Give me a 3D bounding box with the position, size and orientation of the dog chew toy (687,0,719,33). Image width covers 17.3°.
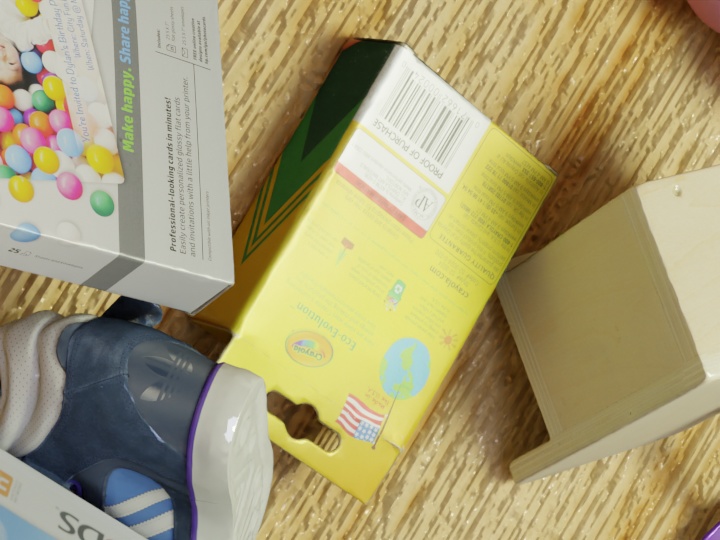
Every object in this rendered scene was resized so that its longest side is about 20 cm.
[{"bbox_3d":[0.230,-0.167,1.278,0.200,0.124,0.125,37,79,-24],"label":"dog chew toy"}]

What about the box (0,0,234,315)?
[{"bbox_3d":[-0.151,-0.076,1.044,0.199,0.041,0.157,15,57,-33],"label":"box"}]

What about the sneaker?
[{"bbox_3d":[-0.122,0.090,1.126,0.201,0.145,0.081,95,13,-55],"label":"sneaker"}]

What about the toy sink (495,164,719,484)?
[{"bbox_3d":[0.158,0.022,1.252,0.130,0.200,0.113,-14,77,-30],"label":"toy sink"}]

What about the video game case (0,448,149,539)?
[{"bbox_3d":[-0.122,0.195,1.024,0.182,0.022,0.201,34,43,-22],"label":"video game case"}]

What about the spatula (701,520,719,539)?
[{"bbox_3d":[0.221,0.123,1.328,0.056,0.021,0.201,-33,152,-24],"label":"spatula"}]

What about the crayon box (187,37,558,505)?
[{"bbox_3d":[0.000,0.000,1.195,0.127,0.051,0.201,37,78,-32],"label":"crayon box"}]
